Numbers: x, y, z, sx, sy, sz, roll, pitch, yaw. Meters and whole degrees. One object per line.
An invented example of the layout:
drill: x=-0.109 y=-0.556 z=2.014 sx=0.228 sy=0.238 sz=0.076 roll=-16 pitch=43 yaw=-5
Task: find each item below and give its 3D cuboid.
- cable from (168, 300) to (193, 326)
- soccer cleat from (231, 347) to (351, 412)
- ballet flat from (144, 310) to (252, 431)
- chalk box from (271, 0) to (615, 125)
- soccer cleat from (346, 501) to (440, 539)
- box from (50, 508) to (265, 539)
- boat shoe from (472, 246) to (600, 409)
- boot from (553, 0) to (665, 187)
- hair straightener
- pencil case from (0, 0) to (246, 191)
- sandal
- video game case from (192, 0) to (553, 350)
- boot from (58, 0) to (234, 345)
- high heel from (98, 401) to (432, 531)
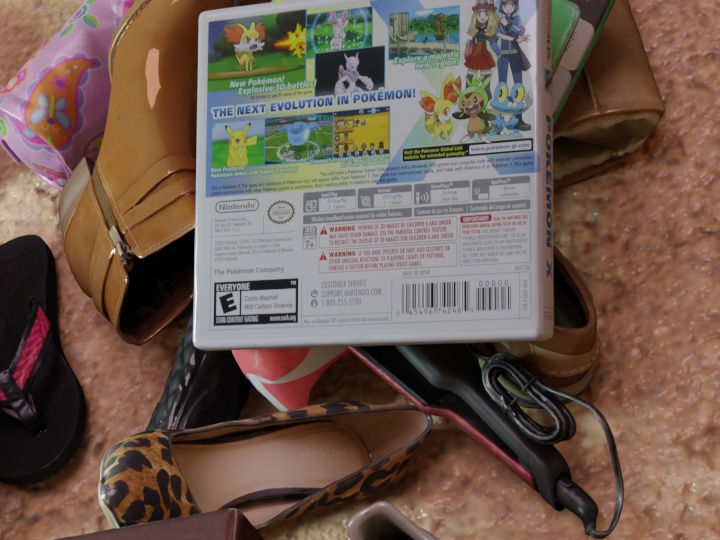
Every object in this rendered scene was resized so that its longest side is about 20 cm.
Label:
cable: x=-0.086 y=-0.054 z=1.129 sx=0.096 sy=0.050 sz=0.202 roll=-7 pitch=62 yaw=23
soccer cleat: x=0.000 y=0.000 z=1.029 sx=0.068 sy=0.074 sz=0.200 roll=-3 pitch=32 yaw=49
ballet flat: x=-0.081 y=0.037 z=1.030 sx=0.057 sy=0.066 sz=0.201 roll=-9 pitch=46 yaw=41
chalk box: x=0.049 y=-0.142 z=1.008 sx=0.125 sy=0.123 sz=0.200 roll=-63 pitch=30 yaw=4
soccer cleat: x=0.051 y=0.189 z=0.831 sx=0.068 sy=0.085 sz=0.200 roll=-33 pitch=47 yaw=-2
box: x=-0.118 y=0.231 z=0.823 sx=0.198 sy=0.165 sz=0.167 roll=-11 pitch=51 yaw=17
boat shoe: x=0.060 y=-0.020 z=0.958 sx=0.075 sy=0.074 sz=0.200 roll=-32 pitch=67 yaw=-29
boot: x=0.156 y=-0.158 z=1.075 sx=0.174 sy=0.066 sz=0.201 roll=-26 pitch=45 yaw=22
hair straightener: x=0.060 y=0.058 z=0.912 sx=0.041 sy=0.077 sz=0.200 roll=-26 pitch=58 yaw=-34
pencil case: x=-0.161 y=-0.148 z=1.202 sx=0.087 sy=0.088 sz=0.200 roll=23 pitch=66 yaw=37
sandal: x=-0.215 y=0.048 z=1.096 sx=0.075 sy=0.045 sz=0.201 roll=-23 pitch=48 yaw=6
video game case: x=0.004 y=-0.053 z=0.921 sx=0.198 sy=0.022 sz=0.184 roll=-3 pitch=83 yaw=27
boot: x=-0.115 y=-0.068 z=1.048 sx=0.201 sy=0.076 sz=0.155 roll=-56 pitch=32 yaw=14
high heel: x=-0.044 y=0.091 z=0.886 sx=0.142 sy=0.200 sz=0.072 roll=-26 pitch=76 yaw=9
